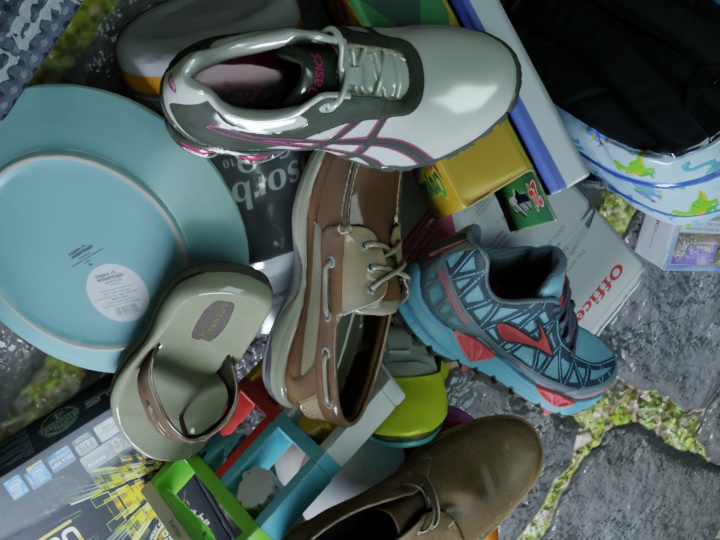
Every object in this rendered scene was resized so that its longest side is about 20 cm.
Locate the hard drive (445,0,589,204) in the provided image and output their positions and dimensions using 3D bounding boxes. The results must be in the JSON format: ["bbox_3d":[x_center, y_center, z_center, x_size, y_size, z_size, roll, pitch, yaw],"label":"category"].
[{"bbox_3d":[0.071,-0.138,0.676,0.025,0.132,0.203,-28,91,-1],"label":"hard drive"}]

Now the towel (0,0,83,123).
[{"bbox_3d":[-0.252,-0.174,0.583,0.199,0.035,0.194,35,96,-19],"label":"towel"}]

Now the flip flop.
[{"bbox_3d":[-0.102,0.070,0.671,0.080,0.058,0.201,4,144,-26],"label":"flip flop"}]

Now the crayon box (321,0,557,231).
[{"bbox_3d":[0.043,-0.106,0.679,0.050,0.127,0.202,-28,91,-4],"label":"crayon box"}]

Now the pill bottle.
[{"bbox_3d":[-0.072,-0.067,0.694,0.115,0.116,0.203,-24,121,-16],"label":"pill bottle"}]

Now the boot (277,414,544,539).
[{"bbox_3d":[0.038,0.149,0.679,0.197,0.076,0.074,-26,80,-17],"label":"boot"}]

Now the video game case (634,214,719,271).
[{"bbox_3d":[0.345,-0.091,0.947,0.196,0.045,0.185,1,110,-28],"label":"video game case"}]

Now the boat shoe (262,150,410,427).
[{"bbox_3d":[0.000,0.000,0.656,0.075,0.071,0.204,-11,120,-47],"label":"boat shoe"}]

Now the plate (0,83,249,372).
[{"bbox_3d":[-0.165,-0.013,0.660,0.196,0.026,0.203,5,122,7],"label":"plate"}]

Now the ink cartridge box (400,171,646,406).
[{"bbox_3d":[0.106,-0.012,0.834,0.199,0.085,0.146,39,91,-33],"label":"ink cartridge box"}]

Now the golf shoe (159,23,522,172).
[{"bbox_3d":[-0.005,-0.091,0.568,0.196,0.088,0.079,-7,90,-9],"label":"golf shoe"}]

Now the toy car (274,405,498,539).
[{"bbox_3d":[0.038,0.165,0.811,0.149,0.200,0.177,-36,104,-9],"label":"toy car"}]

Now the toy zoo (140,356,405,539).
[{"bbox_3d":[-0.052,0.105,0.731,0.200,0.131,0.021,-47,123,-10],"label":"toy zoo"}]

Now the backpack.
[{"bbox_3d":[0.201,-0.126,0.762,0.162,0.200,0.155,-38,125,-8],"label":"backpack"}]

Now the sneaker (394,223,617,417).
[{"bbox_3d":[0.119,0.033,0.746,0.198,0.080,0.096,23,124,-33],"label":"sneaker"}]

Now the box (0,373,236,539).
[{"bbox_3d":[-0.207,0.184,0.780,0.198,0.049,0.163,-31,120,-14],"label":"box"}]

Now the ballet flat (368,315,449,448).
[{"bbox_3d":[0.031,0.068,0.782,0.065,0.200,0.069,-2,96,8],"label":"ballet flat"}]
